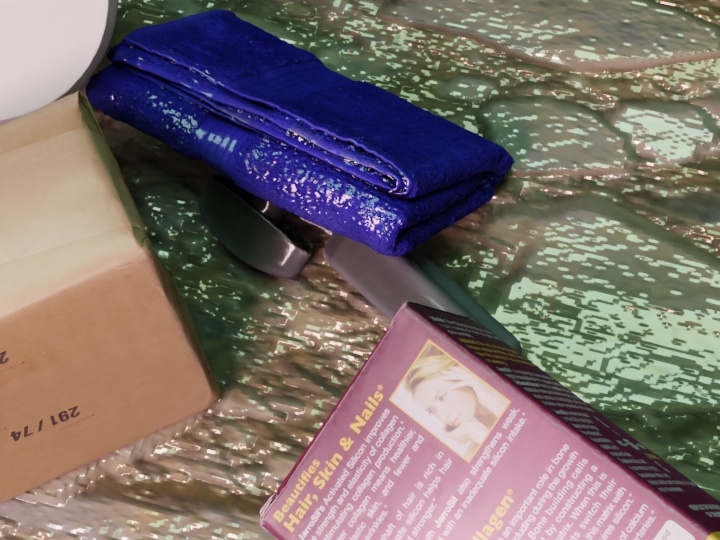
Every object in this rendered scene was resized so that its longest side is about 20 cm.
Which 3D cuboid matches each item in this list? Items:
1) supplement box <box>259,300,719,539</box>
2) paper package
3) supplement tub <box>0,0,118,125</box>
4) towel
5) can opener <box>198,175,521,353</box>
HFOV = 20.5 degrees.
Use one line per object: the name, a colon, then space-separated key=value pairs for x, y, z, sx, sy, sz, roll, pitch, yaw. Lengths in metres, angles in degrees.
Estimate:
supplement box: x=0.076 y=0.126 z=0.941 sx=0.200 sy=0.103 sz=0.131 roll=38 pitch=99 yaw=22
paper package: x=-0.190 y=0.030 z=0.997 sx=0.199 sy=0.191 sz=0.104 roll=-24 pitch=61 yaw=-5
supplement tub: x=-0.207 y=-0.155 z=1.074 sx=0.145 sy=0.200 sz=0.146 roll=-3 pitch=103 yaw=-13
towel: x=-0.029 y=-0.084 z=1.079 sx=0.200 sy=0.050 sz=0.148 roll=28 pitch=30 yaw=19
can opener: x=0.000 y=0.000 z=1.078 sx=0.200 sy=0.053 sz=0.067 roll=38 pitch=107 yaw=25
